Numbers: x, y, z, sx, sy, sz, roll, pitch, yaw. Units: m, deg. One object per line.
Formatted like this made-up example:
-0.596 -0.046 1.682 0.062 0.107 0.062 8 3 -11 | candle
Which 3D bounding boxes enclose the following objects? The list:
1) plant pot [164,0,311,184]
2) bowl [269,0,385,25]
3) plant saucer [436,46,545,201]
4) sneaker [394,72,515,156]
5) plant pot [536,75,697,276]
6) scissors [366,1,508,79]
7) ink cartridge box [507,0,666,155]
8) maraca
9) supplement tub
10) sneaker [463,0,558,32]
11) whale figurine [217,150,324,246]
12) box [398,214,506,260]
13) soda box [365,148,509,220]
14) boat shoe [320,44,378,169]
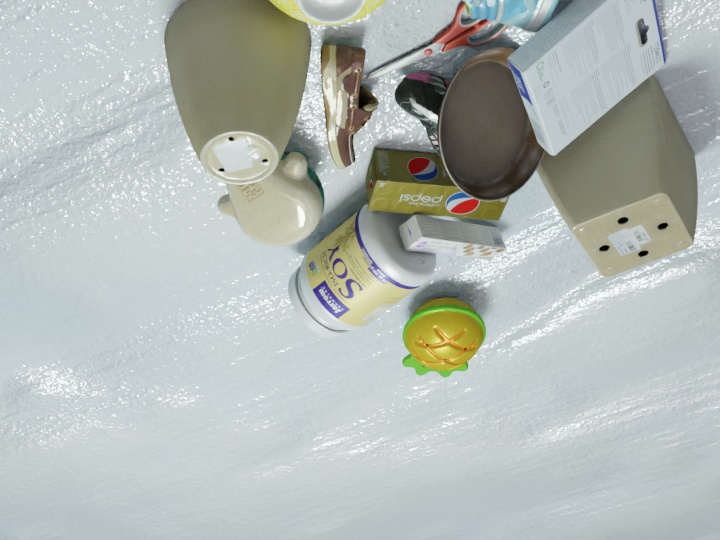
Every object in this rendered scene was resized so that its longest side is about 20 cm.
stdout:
-0.150 -0.209 1.474 0.187 0.201 0.188 -3 142 -2 | plant pot
-0.036 -0.349 1.382 0.199 0.108 0.200 -3 142 -2 | bowl
0.169 -0.191 1.578 0.200 0.201 0.032 32 169 -38 | plant saucer
0.119 -0.190 1.628 0.200 0.081 0.086 25 135 -32 | sneaker
0.363 -0.113 1.674 0.199 0.178 0.200 -22 139 20 | plant pot
0.102 -0.284 1.555 0.200 0.014 0.073 -34 135 30 | scissors
0.291 -0.267 1.531 0.200 0.041 0.200 -38 147 -2 | ink cartridge box
0.135 0.118 2.002 0.137 0.107 0.200 7 141 -3 | maraca
0.000 0.000 1.803 0.145 0.146 0.200 25 133 -33 | supplement tub
0.177 -0.363 1.411 0.130 0.080 0.200 2 141 -11 | sneaker
-0.135 -0.131 1.681 0.159 0.104 0.200 -30 111 29 | whale figurine
0.139 -0.048 1.792 0.200 0.042 0.039 4 148 -47 | box
0.110 -0.122 1.725 0.199 0.064 0.068 4 142 -11 | soda box
-0.011 -0.214 1.591 0.072 0.072 0.200 -4 136 1 | boat shoe
